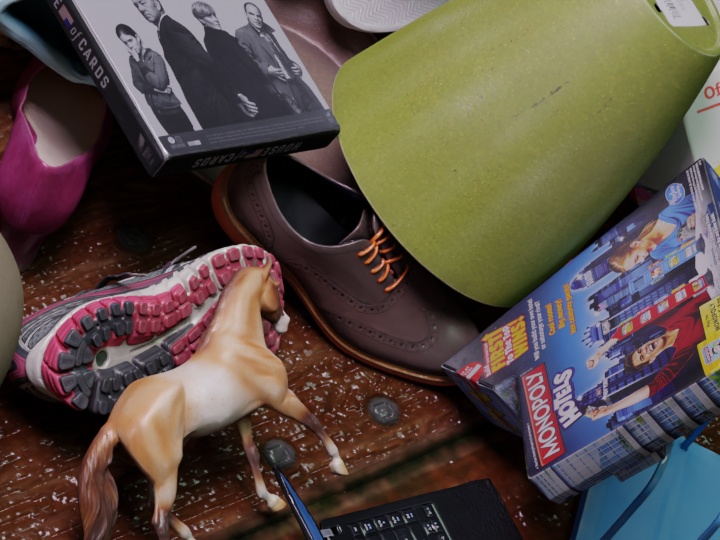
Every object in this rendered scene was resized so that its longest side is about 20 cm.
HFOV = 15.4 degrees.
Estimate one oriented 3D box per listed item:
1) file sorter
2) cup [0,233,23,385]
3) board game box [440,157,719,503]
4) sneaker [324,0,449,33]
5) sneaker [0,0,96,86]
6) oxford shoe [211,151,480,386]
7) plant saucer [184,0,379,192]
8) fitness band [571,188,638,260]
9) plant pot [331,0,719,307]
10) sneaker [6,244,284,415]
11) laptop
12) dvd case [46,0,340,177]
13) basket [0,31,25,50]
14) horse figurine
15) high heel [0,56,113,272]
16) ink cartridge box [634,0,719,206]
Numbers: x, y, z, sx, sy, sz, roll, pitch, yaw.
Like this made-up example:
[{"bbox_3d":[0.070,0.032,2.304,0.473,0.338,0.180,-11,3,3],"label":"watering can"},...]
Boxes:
[{"bbox_3d":[0.246,0.147,1.612,0.199,0.123,0.139,26,46,-6],"label":"file sorter"},{"bbox_3d":[-0.260,0.021,1.422,0.200,0.200,0.143,48,23,14],"label":"cup"},{"bbox_3d":[0.146,0.055,1.565,0.062,0.199,0.200,47,21,-27],"label":"board game box"},{"bbox_3d":[0.036,-0.214,1.812,0.200,0.115,0.074,-31,105,-27],"label":"sneaker"},{"bbox_3d":[-0.141,-0.128,1.602,0.199,0.074,0.082,24,37,-17],"label":"sneaker"},{"bbox_3d":[0.000,0.000,1.615,0.200,0.072,0.071,36,66,-13],"label":"oxford shoe"},{"bbox_3d":[-0.063,-0.109,1.713,0.199,0.035,0.201,15,49,-17],"label":"plant saucer"},{"bbox_3d":[0.172,-0.017,1.761,0.200,0.037,0.143,47,48,14],"label":"fitness band"},{"bbox_3d":[0.117,-0.109,1.612,0.187,0.200,0.188,34,35,-28],"label":"plant pot"},{"bbox_3d":[-0.121,0.028,1.552,0.199,0.074,0.081,-12,104,-46],"label":"sneaker"},{"bbox_3d":[0.051,0.186,1.492,0.199,0.103,0.178,-11,61,-33],"label":"laptop"},{"bbox_3d":[-0.114,-0.150,1.570,0.150,0.025,0.201,-12,64,-47],"label":"dvd case"},{"bbox_3d":[-0.187,-0.254,1.685,0.142,0.149,0.200,34,46,1],"label":"basket"},{"bbox_3d":[-0.090,0.092,1.497,0.200,0.050,0.133,-32,106,-35],"label":"horse figurine"},{"bbox_3d":[-0.178,-0.097,1.600,0.067,0.096,0.201,26,47,-6],"label":"high heel"},{"bbox_3d":[0.234,-0.076,1.705,0.116,0.067,0.201,-22,100,-34],"label":"ink cartridge box"}]
